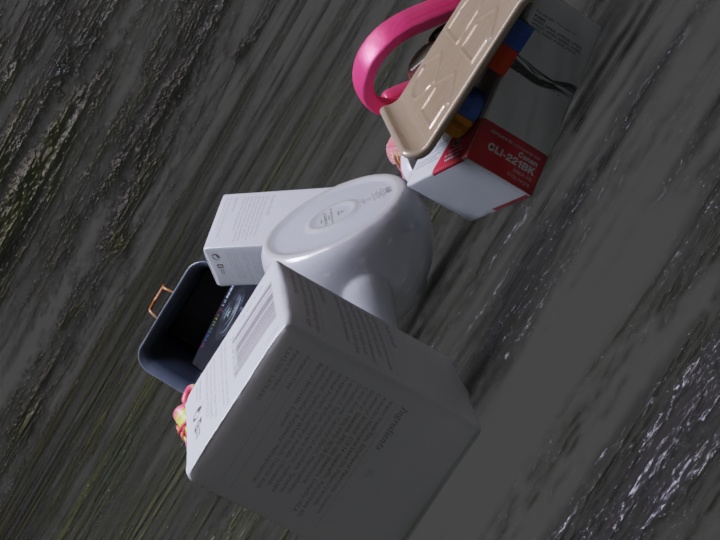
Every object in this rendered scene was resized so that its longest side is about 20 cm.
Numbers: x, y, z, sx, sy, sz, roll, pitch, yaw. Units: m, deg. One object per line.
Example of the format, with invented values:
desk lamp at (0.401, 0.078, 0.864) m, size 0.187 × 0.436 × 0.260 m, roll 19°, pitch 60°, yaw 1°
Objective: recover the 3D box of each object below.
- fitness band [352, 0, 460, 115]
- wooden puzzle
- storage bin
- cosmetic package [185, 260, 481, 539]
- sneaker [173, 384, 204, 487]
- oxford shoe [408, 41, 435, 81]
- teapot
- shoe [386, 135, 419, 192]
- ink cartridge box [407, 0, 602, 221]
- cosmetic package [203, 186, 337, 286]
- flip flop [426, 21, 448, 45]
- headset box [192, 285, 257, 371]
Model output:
fitness band at (0.080, -0.253, 1.815) m, size 0.200 × 0.037 × 0.144 m, roll -26°, pitch -31°, yaw -20°
wooden puzzle at (0.104, -0.202, 1.518) m, size 0.200 × 0.046 × 0.185 m, roll -52°, pitch 18°, yaw 12°
storage bin at (-0.242, 0.067, 2.372) m, size 0.200 × 0.145 × 0.134 m, roll -57°, pitch 5°, yaw 15°
cosmetic package at (-0.029, 0.127, 1.372) m, size 0.165 × 0.200 × 0.165 m, roll -57°, pitch 15°, yaw 13°
sneaker at (-0.207, 0.215, 2.041) m, size 0.078 × 0.090 × 0.200 m, roll -55°, pitch 17°, yaw 17°
oxford shoe at (0.119, -0.179, 1.718) m, size 0.070 × 0.075 × 0.200 m, roll -43°, pitch 40°, yaw 19°
teapot at (0.000, 0.000, 1.649) m, size 0.197 × 0.146 × 0.200 m, roll -4°, pitch 32°, yaw 43°
shoe at (0.071, -0.131, 1.785) m, size 0.091 × 0.071 × 0.200 m, roll -52°, pitch 12°, yaw 38°
ink cartridge box at (0.143, -0.164, 1.559) m, size 0.200 × 0.084 × 0.144 m, roll -67°, pitch 16°, yaw -16°
cosmetic package at (-0.079, -0.041, 1.893) m, size 0.074 × 0.200 × 0.102 m, roll 71°, pitch -155°, yaw -43°
flip flop at (0.116, -0.284, 1.924) m, size 0.200 × 0.058 × 0.081 m, roll -52°, pitch 17°, yaw 32°
headset box at (-0.125, 0.077, 2.013) m, size 0.174 × 0.093 × 0.200 m, roll -63°, pitch 15°, yaw -3°
